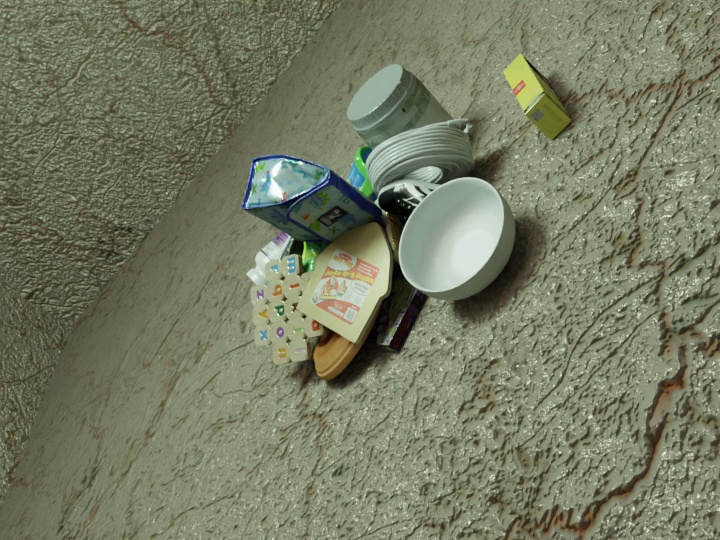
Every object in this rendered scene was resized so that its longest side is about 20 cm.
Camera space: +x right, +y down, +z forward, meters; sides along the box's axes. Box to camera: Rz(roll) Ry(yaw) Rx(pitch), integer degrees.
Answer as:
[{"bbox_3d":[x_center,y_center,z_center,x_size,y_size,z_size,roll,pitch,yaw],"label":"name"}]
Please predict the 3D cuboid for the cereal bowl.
[{"bbox_3d":[0.161,-0.041,1.314,0.199,0.083,0.202,-24,51,32],"label":"cereal bowl"}]

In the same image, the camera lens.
[{"bbox_3d":[0.090,-0.284,1.656,0.159,0.200,0.161,-34,31,24],"label":"camera lens"}]

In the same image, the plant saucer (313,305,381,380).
[{"bbox_3d":[-0.029,0.104,1.525,0.201,0.037,0.200,-53,13,18],"label":"plant saucer"}]

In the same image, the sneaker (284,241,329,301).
[{"bbox_3d":[-0.079,-0.016,1.616,0.083,0.074,0.202,25,93,46],"label":"sneaker"}]

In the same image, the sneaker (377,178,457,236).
[{"bbox_3d":[0.106,-0.094,1.447,0.198,0.073,0.112,4,52,28],"label":"sneaker"}]

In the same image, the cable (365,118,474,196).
[{"bbox_3d":[0.110,-0.192,1.531,0.200,0.198,0.070,99,158,-70],"label":"cable"}]

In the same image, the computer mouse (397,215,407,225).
[{"bbox_3d":[0.106,-0.106,1.575,0.058,0.034,0.200,-19,11,-25],"label":"computer mouse"}]

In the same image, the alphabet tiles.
[{"bbox_3d":[-0.138,0.075,1.591,0.195,0.015,0.202,-15,77,42],"label":"alphabet tiles"}]

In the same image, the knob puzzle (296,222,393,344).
[{"bbox_3d":[-0.010,0.011,1.468,0.218,0.030,0.222,-21,56,34],"label":"knob puzzle"}]

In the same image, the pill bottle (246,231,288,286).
[{"bbox_3d":[-0.152,-0.029,1.845,0.200,0.113,0.112,-42,22,-8],"label":"pill bottle"}]

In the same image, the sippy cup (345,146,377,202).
[{"bbox_3d":[0.020,-0.166,1.747,0.131,0.177,0.140,-53,54,29],"label":"sippy cup"}]

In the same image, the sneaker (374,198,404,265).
[{"bbox_3d":[0.038,-0.050,1.530,0.090,0.075,0.200,-43,27,15],"label":"sneaker"}]

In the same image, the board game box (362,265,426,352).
[{"bbox_3d":[0.072,0.048,1.468,0.201,0.032,0.120,-62,20,-17],"label":"board game box"}]

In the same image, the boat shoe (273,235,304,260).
[{"bbox_3d":[-0.110,-0.065,1.679,0.056,0.068,0.201,11,73,56],"label":"boat shoe"}]

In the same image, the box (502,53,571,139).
[{"bbox_3d":[0.303,-0.304,1.450,0.050,0.075,0.201,-43,26,23],"label":"box"}]

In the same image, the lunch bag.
[{"bbox_3d":[-0.083,-0.126,1.505,0.199,0.170,0.129,-2,70,35],"label":"lunch bag"}]
